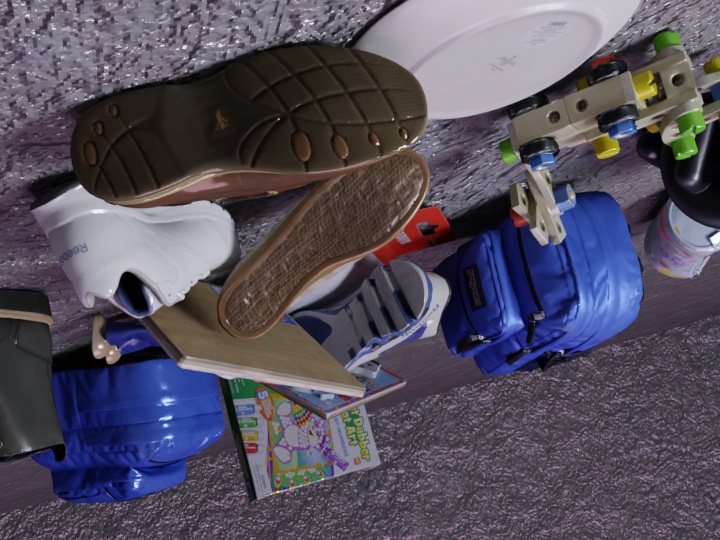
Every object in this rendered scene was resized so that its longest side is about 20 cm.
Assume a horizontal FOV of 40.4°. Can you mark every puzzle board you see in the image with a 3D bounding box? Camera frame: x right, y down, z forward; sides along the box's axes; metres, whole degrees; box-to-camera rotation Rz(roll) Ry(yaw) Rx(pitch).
[{"bbox_3d":[-0.067,0.097,1.083,0.198,0.018,0.150,25,-158,30],"label":"puzzle board"},{"bbox_3d":[-0.105,0.051,0.800,0.199,0.150,0.018,18,105,-47],"label":"puzzle board"}]

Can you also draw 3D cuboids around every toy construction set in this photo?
[{"bbox_3d":[0.181,-0.103,0.728,0.199,0.093,0.131,-36,160,25],"label":"toy construction set"}]

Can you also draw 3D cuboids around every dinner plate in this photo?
[{"bbox_3d":[0.084,-0.134,0.603,0.197,0.025,0.200,-17,167,-4],"label":"dinner plate"}]

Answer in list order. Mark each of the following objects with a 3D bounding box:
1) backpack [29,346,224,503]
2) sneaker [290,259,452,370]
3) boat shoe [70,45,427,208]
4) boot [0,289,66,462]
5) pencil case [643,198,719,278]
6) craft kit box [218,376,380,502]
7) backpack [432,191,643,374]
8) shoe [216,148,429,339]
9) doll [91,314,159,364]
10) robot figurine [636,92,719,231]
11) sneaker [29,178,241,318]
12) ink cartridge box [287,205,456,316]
[{"bbox_3d":[-0.249,0.166,1.093,0.197,0.171,0.162,-15,176,25],"label":"backpack"},{"bbox_3d":[0.019,0.056,0.988,0.198,0.082,0.114,-31,161,33],"label":"sneaker"},{"bbox_3d":[-0.060,-0.078,0.559,0.197,0.073,0.068,-11,172,0],"label":"boat shoe"},{"bbox_3d":[-0.317,0.089,0.756,0.077,0.140,0.198,-26,163,40],"label":"boot"},{"bbox_3d":[0.410,-0.047,1.229,0.082,0.092,0.200,-17,166,5],"label":"pencil case"},{"bbox_3d":[-0.089,0.209,1.411,0.195,0.203,0.048,-10,165,-28],"label":"craft kit box"},{"bbox_3d":[0.181,0.018,1.005,0.166,0.165,0.200,-10,167,-31],"label":"backpack"},{"bbox_3d":[-0.033,-0.027,0.756,0.199,0.070,0.053,-38,-164,1],"label":"shoe"},{"bbox_3d":[-0.158,0.064,0.974,0.196,0.049,0.137,-2,168,1],"label":"doll"},{"bbox_3d":[0.338,-0.091,0.866,0.125,0.151,0.199,-41,157,24],"label":"robot figurine"},{"bbox_3d":[-0.148,-0.007,0.690,0.074,0.088,0.199,-24,166,24],"label":"sneaker"},{"bbox_3d":[0.000,0.000,0.994,0.197,0.048,0.160,-17,167,9],"label":"ink cartridge box"}]
